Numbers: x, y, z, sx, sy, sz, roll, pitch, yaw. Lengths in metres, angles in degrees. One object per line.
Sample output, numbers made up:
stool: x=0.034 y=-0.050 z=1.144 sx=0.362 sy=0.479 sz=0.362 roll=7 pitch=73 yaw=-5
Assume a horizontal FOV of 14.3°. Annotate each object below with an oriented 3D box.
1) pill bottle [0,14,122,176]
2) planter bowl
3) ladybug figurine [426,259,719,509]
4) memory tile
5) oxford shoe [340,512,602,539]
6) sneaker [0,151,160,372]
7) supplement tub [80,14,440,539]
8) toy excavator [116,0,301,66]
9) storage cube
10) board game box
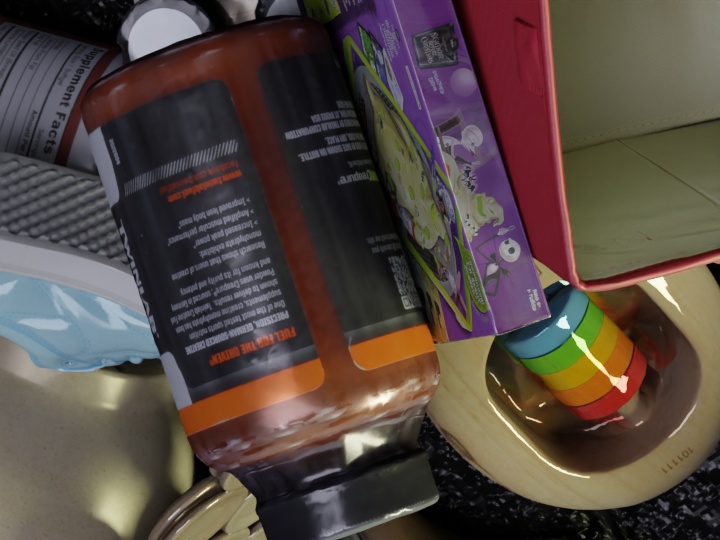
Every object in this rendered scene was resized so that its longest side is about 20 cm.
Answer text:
pill bottle: x=-0.150 y=-0.055 z=1.308 sx=0.200 sy=0.112 sz=0.112 roll=16 pitch=116 yaw=10
planter bowl: x=-0.158 y=0.076 z=1.330 sx=0.200 sy=0.200 sz=0.135 roll=26 pitch=106 yaw=5
ladybug figurine: x=0.086 y=0.024 z=1.262 sx=0.136 sy=0.072 sz=0.200 roll=-38 pitch=128 yaw=4
memory tile: x=-0.032 y=0.089 z=1.289 sx=0.017 sy=0.200 sz=0.153 roll=49 pitch=121 yaw=14
oxford shoe: x=0.084 y=0.149 z=1.353 sx=0.200 sy=0.073 sz=0.085 roll=29 pitch=109 yaw=-5
sneaker: x=-0.103 y=0.011 z=1.236 sx=0.200 sy=0.074 sz=0.082 roll=20 pitch=133 yaw=-7
supplement tub: x=-0.033 y=0.008 z=1.135 sx=0.107 sy=0.107 sz=0.200 roll=-20 pitch=86 yaw=24
toy excavator: x=-0.021 y=-0.185 z=1.229 sx=0.194 sy=0.100 sz=0.201 roll=-7 pitch=102 yaw=19
storage cube: x=0.114 y=-0.113 z=1.125 sx=0.171 sy=0.180 sz=0.200 roll=-14 pitch=112 yaw=-17
board game box: x=0.015 y=-0.070 z=1.130 sx=0.032 sy=0.120 sz=0.200 roll=-17 pitch=91 yaw=-12
